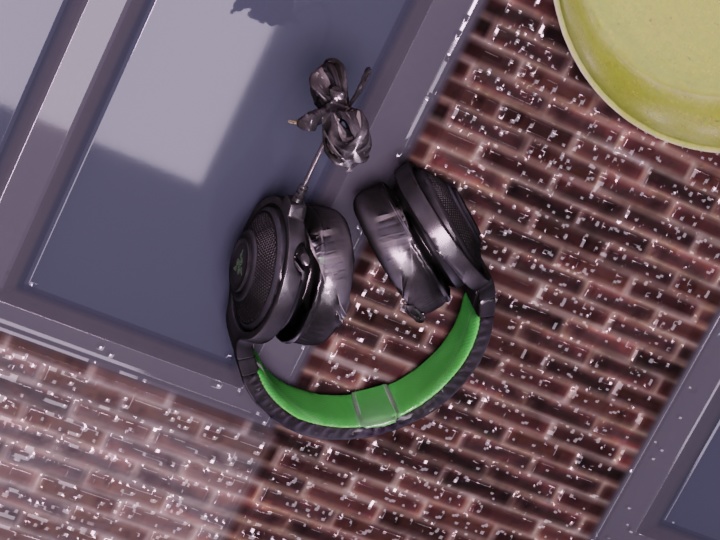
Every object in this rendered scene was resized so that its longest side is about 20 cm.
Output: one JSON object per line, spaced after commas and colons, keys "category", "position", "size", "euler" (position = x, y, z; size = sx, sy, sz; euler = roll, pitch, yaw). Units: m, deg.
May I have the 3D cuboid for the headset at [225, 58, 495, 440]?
{"category": "headset", "position": [0.000, 0.000, 0.877], "size": [0.122, 0.094, 0.201], "euler": [-14, 126, -8]}

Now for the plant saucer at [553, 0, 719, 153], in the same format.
{"category": "plant saucer", "position": [0.176, -0.153, 0.888], "size": [0.198, 0.031, 0.202], "euler": [-5, 113, -11]}
